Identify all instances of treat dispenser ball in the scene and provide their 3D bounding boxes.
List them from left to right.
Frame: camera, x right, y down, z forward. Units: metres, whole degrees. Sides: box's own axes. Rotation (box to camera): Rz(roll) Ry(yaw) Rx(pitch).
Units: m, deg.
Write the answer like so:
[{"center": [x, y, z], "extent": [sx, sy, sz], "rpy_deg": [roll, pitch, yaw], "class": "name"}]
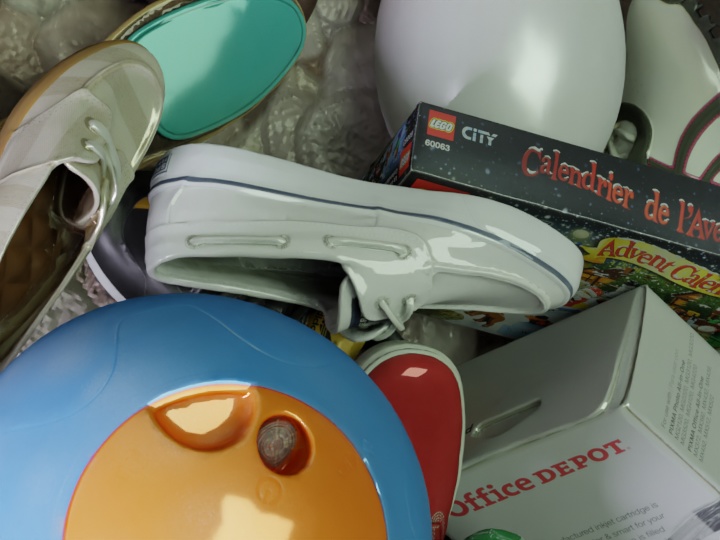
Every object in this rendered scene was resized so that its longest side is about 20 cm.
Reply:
[{"center": [-0.071, 0.109, 1.155], "extent": [0.200, 0.201, 0.202], "rpy_deg": [2, 87, -31], "class": "treat dispenser ball"}]

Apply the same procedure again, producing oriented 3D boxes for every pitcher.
[{"center": [0.083, -0.134, 1.412], "extent": [0.171, 0.121, 0.201], "rpy_deg": [15, 70, -47], "class": "pitcher"}]

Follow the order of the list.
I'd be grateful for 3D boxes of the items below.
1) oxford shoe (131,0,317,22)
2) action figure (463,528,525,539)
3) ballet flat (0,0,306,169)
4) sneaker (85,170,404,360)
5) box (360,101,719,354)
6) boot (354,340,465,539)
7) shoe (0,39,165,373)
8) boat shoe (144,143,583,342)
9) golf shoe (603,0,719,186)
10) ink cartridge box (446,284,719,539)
[{"center": [-0.097, -0.165, 1.321], "extent": [0.199, 0.071, 0.073], "rpy_deg": [29, 78, -28], "class": "oxford shoe"}, {"center": [0.081, 0.179, 1.325], "extent": [0.200, 0.054, 0.119], "rpy_deg": [65, 22, -49], "class": "action figure"}, {"center": [-0.115, -0.075, 1.304], "extent": [0.200, 0.063, 0.069], "rpy_deg": [-34, 112, -23], "class": "ballet flat"}, {"center": [-0.036, 0.017, 1.335], "extent": [0.200, 0.090, 0.070], "rpy_deg": [39, 69, -25], "class": "sneaker"}, {"center": [0.094, -0.009, 1.360], "extent": [0.199, 0.137, 0.038], "rpy_deg": [15, 63, -14], "class": "box"}, {"center": [0.018, 0.142, 1.268], "extent": [0.072, 0.144, 0.201], "rpy_deg": [7, 108, -18], "class": "boot"}, {"center": [-0.135, -0.015, 1.215], "extent": [0.200, 0.053, 0.070], "rpy_deg": [-56, 137, -23], "class": "shoe"}, {"center": [0.000, 0.000, 1.287], "extent": [0.199, 0.074, 0.066], "rpy_deg": [11, 64, -4], "class": "boat shoe"}, {"center": [0.148, -0.047, 1.447], "extent": [0.088, 0.077, 0.201], "rpy_deg": [-13, 108, -18], "class": "golf shoe"}, {"center": [0.140, 0.113, 1.394], "extent": [0.200, 0.145, 0.084], "rpy_deg": [42, 44, -26], "class": "ink cartridge box"}]
